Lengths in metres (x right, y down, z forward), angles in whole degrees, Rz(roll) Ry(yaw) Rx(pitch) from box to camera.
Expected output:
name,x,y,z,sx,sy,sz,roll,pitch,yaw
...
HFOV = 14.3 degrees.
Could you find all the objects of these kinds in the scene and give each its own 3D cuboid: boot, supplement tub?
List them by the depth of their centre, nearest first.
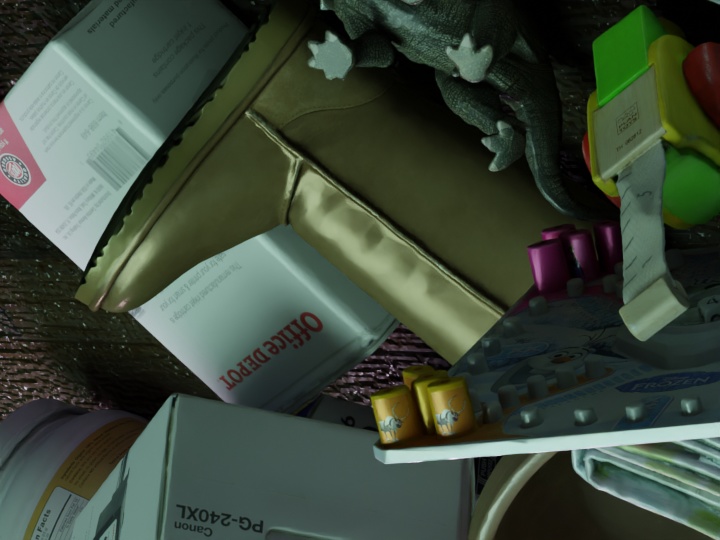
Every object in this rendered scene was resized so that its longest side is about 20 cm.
name,x,y,z,sx,sy,sz,roll,pitch,yaw
boot,0.000,0.000,1.234,0.200,0.066,0.175,37,109,-8
supplement tub,-0.115,0.162,1.582,0.199,0.145,0.145,22,145,27

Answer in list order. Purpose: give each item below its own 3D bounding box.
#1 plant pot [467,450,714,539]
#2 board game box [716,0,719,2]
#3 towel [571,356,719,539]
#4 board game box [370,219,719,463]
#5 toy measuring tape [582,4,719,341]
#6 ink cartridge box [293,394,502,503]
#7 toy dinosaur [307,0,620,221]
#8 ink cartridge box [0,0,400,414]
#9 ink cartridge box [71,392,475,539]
name,x,y,z,sx,sy,sz,roll,pitch,yaw
plant pot,0.143,0.109,1.249,0.200,0.093,0.202,-2,121,-3
board game box,0.115,-0.167,1.016,0.199,0.026,0.201,25,146,24
towel,0.192,0.057,1.075,0.171,0.200,0.048,25,121,23
board game box,0.127,0.014,1.047,0.199,0.200,0.026,-7,106,27
toy measuring tape,0.121,-0.029,1.064,0.073,0.200,0.074,1,127,1
ink cartridge box,0.015,0.102,1.382,0.199,0.039,0.099,14,156,-21
toy dinosaur,0.038,-0.098,1.158,0.199,0.102,0.077,29,120,-4
ink cartridge box,-0.071,-0.035,1.342,0.200,0.085,0.146,45,149,-5
ink cartridge box,-0.046,0.135,1.319,0.144,0.084,0.200,12,155,-15
